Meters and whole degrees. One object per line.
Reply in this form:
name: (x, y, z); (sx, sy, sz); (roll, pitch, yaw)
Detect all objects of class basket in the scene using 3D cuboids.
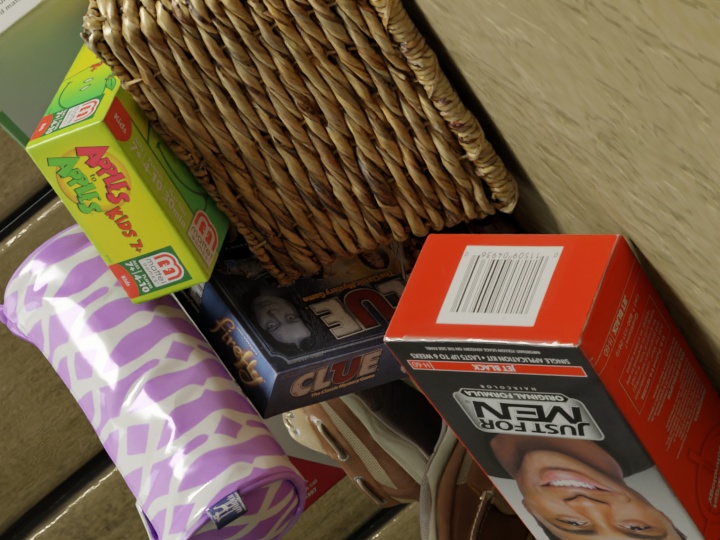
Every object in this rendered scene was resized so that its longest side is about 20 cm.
basket: (-0.017, -0.117, 0.938); (0.200, 0.148, 0.143); (52, -149, -36)

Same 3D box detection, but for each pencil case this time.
pencil case: (-0.107, 0.066, 0.959); (0.200, 0.085, 0.084); (53, 178, 30)

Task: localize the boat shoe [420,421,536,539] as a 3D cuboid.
boat shoe: (0.083, 0.127, 1.118); (0.201, 0.071, 0.076); (-79, -28, -42)

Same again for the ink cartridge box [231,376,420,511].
ink cartridge box: (-0.073, 0.053, 1.229); (0.200, 0.147, 0.083); (52, 176, -32)

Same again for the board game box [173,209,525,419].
board game box: (0.000, 0.000, 1.031); (0.136, 0.199, 0.035); (50, 139, 33)

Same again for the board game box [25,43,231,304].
board game box: (-0.099, -0.087, 0.983); (0.102, 0.047, 0.201); (58, -152, -29)

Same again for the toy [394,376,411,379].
toy: (0.049, 0.045, 1.101); (0.199, 0.047, 0.115); (9, -151, -37)

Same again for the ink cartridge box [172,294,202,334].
ink cartridge box: (-0.071, -0.051, 1.116); (0.108, 0.202, 0.050); (7, 172, -18)

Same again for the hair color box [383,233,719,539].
hair color box: (0.103, 0.067, 0.851); (0.101, 0.062, 0.200); (1, 143, 37)

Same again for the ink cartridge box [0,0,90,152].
ink cartridge box: (-0.224, -0.179, 1.042); (0.200, 0.087, 0.145); (53, 179, 15)

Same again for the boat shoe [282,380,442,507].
boat shoe: (-0.018, 0.080, 1.174); (0.200, 0.072, 0.076); (48, -155, -21)
